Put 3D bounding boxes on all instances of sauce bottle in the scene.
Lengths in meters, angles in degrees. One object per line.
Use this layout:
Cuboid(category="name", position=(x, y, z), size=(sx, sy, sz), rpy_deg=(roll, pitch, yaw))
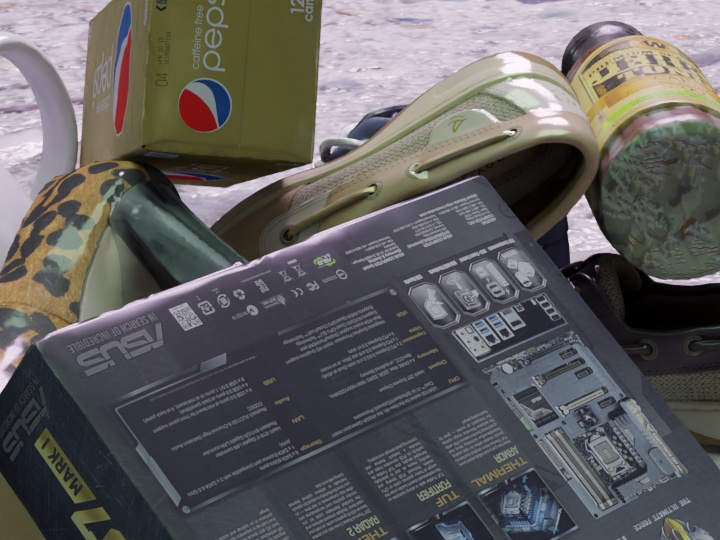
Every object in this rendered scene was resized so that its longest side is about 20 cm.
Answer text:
Cuboid(category="sauce bottle", position=(0.108, -0.055, 1.070), size=(0.064, 0.065, 0.200), rpy_deg=(-3, 19, -4))

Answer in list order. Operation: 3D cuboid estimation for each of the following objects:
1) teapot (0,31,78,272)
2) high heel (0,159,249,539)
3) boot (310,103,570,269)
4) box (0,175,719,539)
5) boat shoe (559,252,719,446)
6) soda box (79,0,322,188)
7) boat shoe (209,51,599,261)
Cuboid(category="teapot", position=(-0.198, -0.009, 1.041), size=(0.196, 0.147, 0.200), rpy_deg=(-5, 18, -8))
Cuboid(category="high heel", position=(-0.132, 0.040, 0.955), size=(0.200, 0.072, 0.142), rpy_deg=(-35, 35, -13))
Cuboid(category="boot", position=(-0.011, -0.025, 1.152), size=(0.199, 0.091, 0.073), rpy_deg=(0, 19, 5))
Cuboid(category="box", position=(0.010, 0.066, 0.818), size=(0.200, 0.051, 0.158), rpy_deg=(-23, 67, -44))
Cuboid(category="boat shoe", position=(0.093, 0.025, 1.036), size=(0.199, 0.065, 0.072), rpy_deg=(4, 20, 17))
Cuboid(category="soda box", position=(-0.064, -0.071, 1.056), size=(0.064, 0.068, 0.200), rpy_deg=(4, -2, -12))
Cuboid(category="boat shoe", position=(0.000, 0.000, 1.006), size=(0.200, 0.072, 0.065), rpy_deg=(-35, 29, 9))
